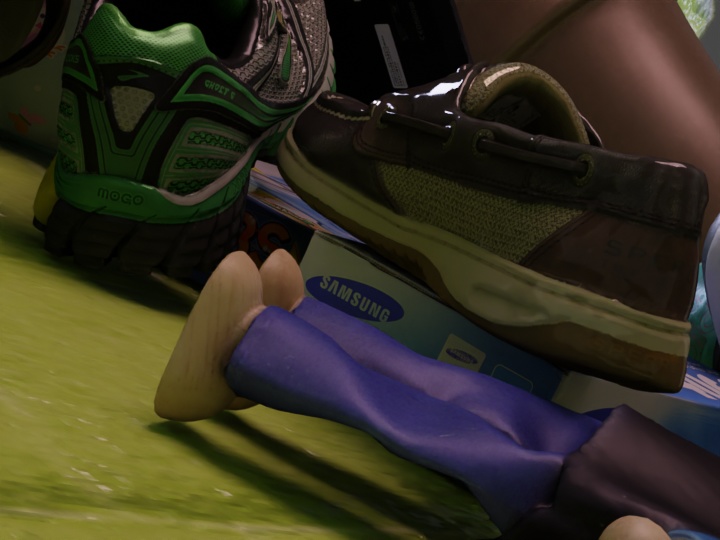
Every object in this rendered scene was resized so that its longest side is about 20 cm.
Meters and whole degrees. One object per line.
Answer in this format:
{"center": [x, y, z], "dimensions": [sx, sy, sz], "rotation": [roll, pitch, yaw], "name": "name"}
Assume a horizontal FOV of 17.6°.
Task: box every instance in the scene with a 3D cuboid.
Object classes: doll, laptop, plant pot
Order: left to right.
{"center": [0.015, -0.104, 0.986], "dimensions": [0.103, 0.178, 0.200], "rotation": [-30, 20, -32], "name": "laptop"}
{"center": [0.119, -0.051, 1.162], "dimensions": [0.175, 0.200, 0.200], "rotation": [48, 13, 18], "name": "plant pot"}
{"center": [0.057, 0.056, 0.538], "dimensions": [0.200, 0.049, 0.136], "rotation": [27, 7, 12], "name": "doll"}

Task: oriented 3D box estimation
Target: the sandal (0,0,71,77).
{"center": [-0.119, -0.091, 0.703], "dimensions": [0.080, 0.057, 0.201], "rotation": [4, -24, -26], "name": "sandal"}

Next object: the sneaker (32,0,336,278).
{"center": [-0.045, -0.075, 0.737], "dimensions": [0.078, 0.085, 0.200], "rotation": [13, 28, 1], "name": "sneaker"}

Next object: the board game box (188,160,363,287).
{"center": [0.000, 0.000, 0.829], "dimensions": [0.135, 0.035, 0.200], "rotation": [29, 7, 28], "name": "board game box"}

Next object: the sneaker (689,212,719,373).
{"center": [0.149, 0.023, 0.877], "dimensions": [0.121, 0.084, 0.200], "rotation": [30, -16, 45], "name": "sneaker"}

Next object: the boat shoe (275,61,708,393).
{"center": [0.039, -0.025, 0.647], "dimensions": [0.072, 0.066, 0.201], "rotation": [21, 7, -27], "name": "boat shoe"}

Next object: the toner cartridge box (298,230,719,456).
{"center": [0.064, 0.040, 0.720], "dimensions": [0.095, 0.043, 0.200], "rotation": [28, 7, 32], "name": "toner cartridge box"}

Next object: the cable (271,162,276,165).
{"center": [-0.110, -0.083, 1.076], "dimensions": [0.163, 0.051, 0.200], "rotation": [33, 5, 16], "name": "cable"}

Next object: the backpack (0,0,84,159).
{"center": [-0.128, -0.123, 0.885], "dimensions": [0.200, 0.167, 0.127], "rotation": [26, 30, -13], "name": "backpack"}
